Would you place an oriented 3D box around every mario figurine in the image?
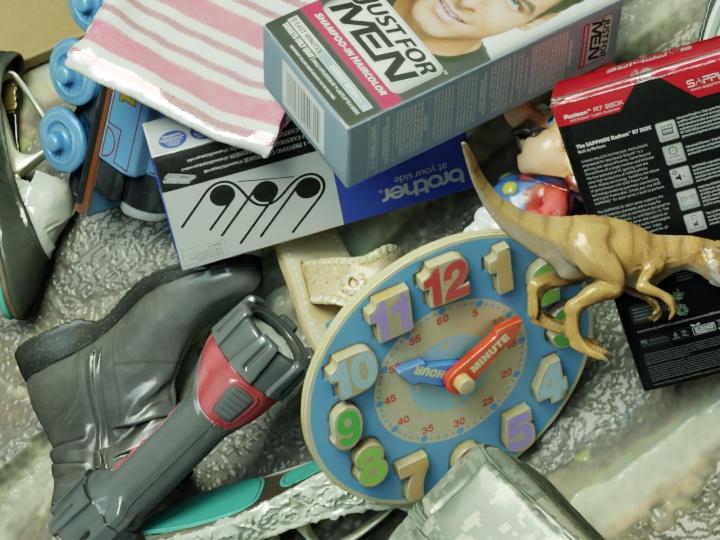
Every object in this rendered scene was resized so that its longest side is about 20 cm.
[{"bbox_3d":[0.096,-0.054,1.673,0.200,0.106,0.123,-58,40,8],"label":"mario figurine"}]

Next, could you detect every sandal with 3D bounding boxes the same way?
[{"bbox_3d":[-0.004,0.001,1.709,0.212,0.077,0.070,56,133,29],"label":"sandal"}]

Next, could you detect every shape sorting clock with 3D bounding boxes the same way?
[{"bbox_3d":[0.056,0.062,1.613,0.200,0.200,0.039,-46,40,4],"label":"shape sorting clock"}]

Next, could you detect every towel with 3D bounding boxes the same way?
[{"bbox_3d":[-0.081,-0.176,1.670,0.146,0.030,0.200,23,60,8],"label":"towel"}]

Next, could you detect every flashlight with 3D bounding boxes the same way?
[{"bbox_3d":[-0.118,0.104,1.694,0.200,0.068,0.068,-44,65,17],"label":"flashlight"}]

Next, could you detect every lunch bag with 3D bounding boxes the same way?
[{"bbox_3d":[0.090,0.226,1.581,0.168,0.139,0.200,-46,63,3],"label":"lunch bag"}]

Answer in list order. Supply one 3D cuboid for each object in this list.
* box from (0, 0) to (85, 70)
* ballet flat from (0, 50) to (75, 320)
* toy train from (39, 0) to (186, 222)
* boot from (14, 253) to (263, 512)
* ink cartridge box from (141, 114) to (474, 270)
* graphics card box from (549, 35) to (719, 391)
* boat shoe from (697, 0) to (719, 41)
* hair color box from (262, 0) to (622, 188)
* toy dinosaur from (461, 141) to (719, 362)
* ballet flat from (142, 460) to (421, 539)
[{"bbox_3d":[-0.242,-0.225,1.912,0.199,0.021,0.164,-20,68,15],"label":"box"},{"bbox_3d":[-0.239,-0.067,1.838,0.068,0.068,0.201,-17,76,2],"label":"ballet flat"},{"bbox_3d":[-0.147,-0.122,1.765,0.114,0.087,0.201,35,124,30],"label":"toy train"},{"bbox_3d":[-0.132,0.080,1.761,0.200,0.070,0.132,-28,69,24],"label":"boot"},{"bbox_3d":[-0.032,-0.074,1.689,0.199,0.094,0.044,-17,39,-5],"label":"ink cartridge box"},{"bbox_3d":[0.203,-0.036,1.597,0.125,0.051,0.201,-16,108,14],"label":"graphics card box"},{"bbox_3d":[0.266,-0.201,1.681,0.201,0.075,0.060,-61,25,7],"label":"boat shoe"},{"bbox_3d":[0.050,-0.139,1.610,0.199,0.061,0.099,-26,58,-20],"label":"hair color box"},{"bbox_3d":[0.129,-0.010,1.564,0.199,0.060,0.107,14,106,-16],"label":"toy dinosaur"},{"bbox_3d":[-0.047,0.160,1.700,0.199,0.072,0.072,-22,68,17],"label":"ballet flat"}]
